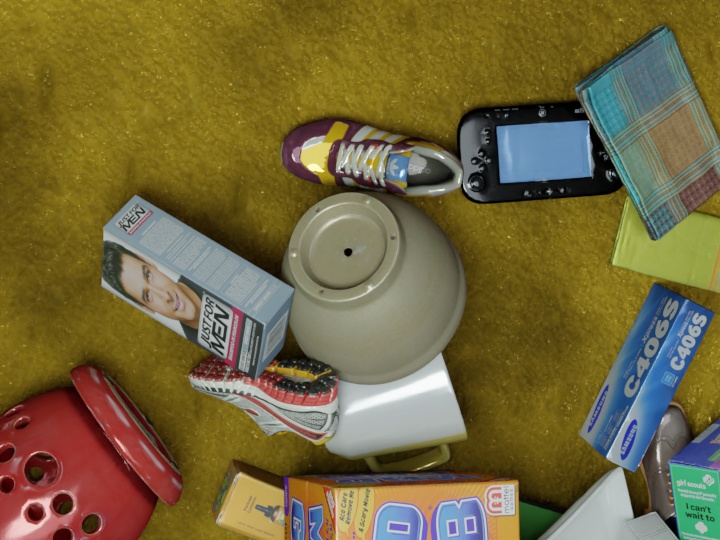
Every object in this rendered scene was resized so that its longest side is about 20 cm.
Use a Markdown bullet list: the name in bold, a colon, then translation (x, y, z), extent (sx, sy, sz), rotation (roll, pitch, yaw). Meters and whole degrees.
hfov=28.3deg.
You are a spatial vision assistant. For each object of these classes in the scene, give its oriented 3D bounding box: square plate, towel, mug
- **square plate**: translation (0.243, 0.346, 1.634), extent (0.198, 0.028, 0.201), rotation (-39, 132, -23)
- **towel**: translation (0.390, -0.025, 1.662), extent (0.197, 0.018, 0.087), rotation (13, 92, -13)
- **towel**: translation (0.336, -0.155, 1.602), extent (0.146, 0.022, 0.201), rotation (-36, 106, -21)
- **mug**: translation (0.030, 0.152, 1.562), extent (0.151, 0.149, 0.189), rotation (-18, 97, 1)

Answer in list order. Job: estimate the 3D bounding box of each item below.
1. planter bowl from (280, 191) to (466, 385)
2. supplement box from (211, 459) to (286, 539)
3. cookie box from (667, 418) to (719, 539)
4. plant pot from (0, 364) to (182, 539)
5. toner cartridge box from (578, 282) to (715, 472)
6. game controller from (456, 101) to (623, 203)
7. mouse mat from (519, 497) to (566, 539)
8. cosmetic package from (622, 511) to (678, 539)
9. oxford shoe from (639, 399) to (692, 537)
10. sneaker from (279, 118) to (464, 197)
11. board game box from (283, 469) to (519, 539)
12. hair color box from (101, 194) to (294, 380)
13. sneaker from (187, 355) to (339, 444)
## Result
- **planter bowl**: translation (0.000, 0.000, 1.475), extent (0.197, 0.135, 0.203), rotation (-7, 65, 14)
- **supplement box**: translation (-0.065, 0.280, 1.603), extent (0.198, 0.069, 0.067), rotation (24, 94, -16)
- **cookie box**: translation (0.439, 0.284, 1.657), extent (0.170, 0.075, 0.203), rotation (-25, 109, -44)
- **plant pot**: translation (-0.296, 0.214, 1.476), extent (0.182, 0.200, 0.201), rotation (-37, 105, -5)
- **toner cartridge box**: translation (0.326, 0.120, 1.635), extent (0.043, 0.095, 0.202), rotation (24, 95, -14)
- **game controller**: translation (0.202, -0.132, 1.587), extent (0.197, 0.042, 0.106), rotation (-5, 102, -13)
- **mouse mat**: translation (0.220, 0.359, 1.663), extent (0.198, 0.007, 0.163), rotation (21, 87, -35)
- **cosmetic package**: translation (0.345, 0.386, 1.663), extent (0.050, 0.083, 0.202), rotation (-15, 124, -13)
- **oxford shoe**: translation (0.372, 0.253, 1.681), extent (0.070, 0.073, 0.203), rotation (-8, 102, -9)
- **sneaker**: translation (0.014, -0.120, 1.528), extent (0.197, 0.090, 0.076), rotation (3, 100, -13)
- **board game box**: translation (0.039, 0.317, 1.488), extent (0.197, 0.200, 0.203), rotation (0, 86, -18)
- **hair color box**: translation (-0.170, 0.018, 1.467), extent (0.199, 0.100, 0.061), rotation (30, 51, 13)
- **sneaker**: translation (-0.106, 0.136, 1.514), extent (0.078, 0.198, 0.083), rotation (-33, 125, -41)
